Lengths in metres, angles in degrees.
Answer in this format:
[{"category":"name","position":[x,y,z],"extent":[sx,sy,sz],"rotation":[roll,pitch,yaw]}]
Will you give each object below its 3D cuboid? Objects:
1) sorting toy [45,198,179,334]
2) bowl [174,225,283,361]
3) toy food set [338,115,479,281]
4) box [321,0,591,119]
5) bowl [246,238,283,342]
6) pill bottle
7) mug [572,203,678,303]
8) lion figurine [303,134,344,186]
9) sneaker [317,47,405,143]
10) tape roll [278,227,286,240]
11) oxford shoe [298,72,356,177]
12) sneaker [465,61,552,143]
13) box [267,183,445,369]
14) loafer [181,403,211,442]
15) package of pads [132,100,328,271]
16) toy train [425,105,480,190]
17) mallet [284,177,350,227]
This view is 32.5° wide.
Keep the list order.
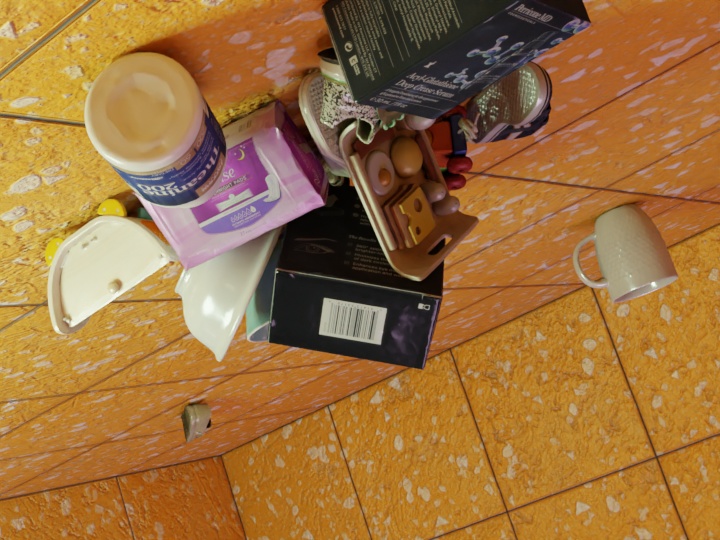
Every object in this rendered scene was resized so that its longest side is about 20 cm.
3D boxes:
[{"category":"sorting toy","position":[-0.285,-0.022,1.562],"extent":[0.199,0.108,0.180],"rotation":[-31,174,24]},{"category":"bowl","position":[-0.168,0.001,1.518],"extent":[0.089,0.203,0.201],"rotation":[26,158,-5]},{"category":"toy food set","position":[0.064,-0.109,1.409],"extent":[0.060,0.202,0.143],"rotation":[-6,-153,42]},{"category":"box","position":[0.091,-0.241,1.170],"extent":[0.199,0.109,0.148],"rotation":[-29,164,32]},{"category":"bowl","position":[-0.076,0.013,1.681],"extent":[0.198,0.106,0.201],"rotation":[-20,169,-4]},{"category":"pill bottle","position":[-0.191,-0.126,1.209],"extent":[0.109,0.113,0.200],"rotation":[-19,167,0]},{"category":"mug","position":[0.542,-0.033,2.589],"extent":[0.197,0.178,0.148],"rotation":[-18,167,-4]},{"category":"lion figurine","position":[-0.117,-0.116,1.490],"extent":[0.197,0.074,0.123],"rotation":[-9,-163,17]},{"category":"sneaker","position":[0.021,-0.181,1.319],"extent":[0.198,0.077,0.090],"rotation":[2,113,-45]},{"category":"tape roll","position":[-0.131,-0.050,1.732],"extent":[0.197,0.067,0.200],"rotation":[-18,167,-4]},{"category":"oxford shoe","position":[-0.031,-0.156,1.392],"extent":[0.057,0.076,0.200],"rotation":[16,166,27]},{"category":"sneaker","position":[0.202,-0.213,1.537],"extent":[0.078,0.080,0.200],"rotation":[-10,176,-20]},{"category":"box","position":[0.000,0.000,1.500],"extent":[0.193,0.201,0.119],"rotation":[10,128,0]},{"category":"loafer","position":[-0.409,0.382,3.104],"extent":[0.067,0.077,0.200],"rotation":[-10,165,-15]},{"category":"package of pads","position":[-0.145,-0.095,1.385],"extent":[0.198,0.121,0.076],"rotation":[-24,-153,18]},{"category":"toy train","position":[0.083,-0.164,1.572],"extent":[0.114,0.086,0.200],"rotation":[-5,166,-3]},{"category":"mallet","position":[-0.104,-0.071,1.596],"extent":[0.199,0.041,0.066],"rotation":[-39,129,13]}]
